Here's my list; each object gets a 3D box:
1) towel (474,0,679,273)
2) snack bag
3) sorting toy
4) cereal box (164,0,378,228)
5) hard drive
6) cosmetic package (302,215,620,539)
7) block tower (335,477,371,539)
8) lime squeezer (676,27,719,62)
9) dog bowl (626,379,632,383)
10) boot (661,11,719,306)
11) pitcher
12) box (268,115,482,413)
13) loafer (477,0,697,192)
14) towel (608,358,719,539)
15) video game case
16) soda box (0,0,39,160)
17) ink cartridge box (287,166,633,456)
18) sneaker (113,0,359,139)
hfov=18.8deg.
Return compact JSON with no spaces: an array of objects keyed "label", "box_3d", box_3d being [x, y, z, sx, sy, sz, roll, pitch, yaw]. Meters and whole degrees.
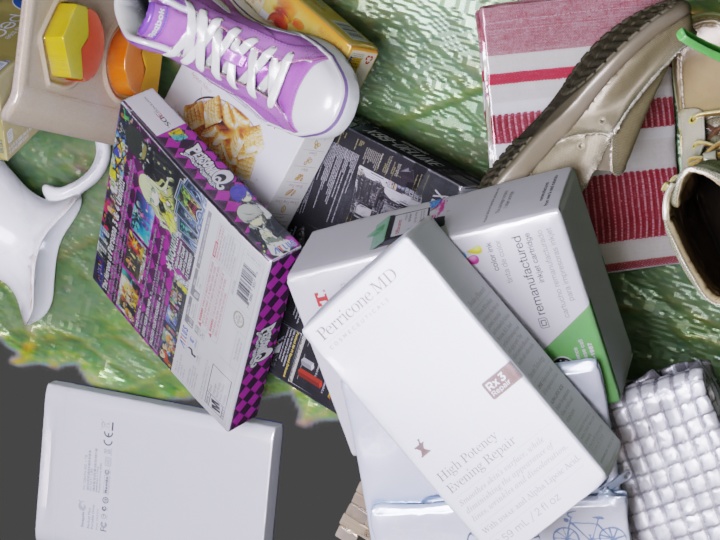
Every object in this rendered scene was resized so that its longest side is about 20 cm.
[{"label":"towel","box_3d":[0.158,-0.097,1.562,0.143,0.023,0.202,-7,97,-14]},{"label":"snack bag","box_3d":[0.090,0.155,1.464,0.187,0.021,0.202,-5,107,17]},{"label":"sorting toy","box_3d":[-0.188,-0.196,1.597,0.036,0.185,0.202,11,91,24]},{"label":"cereal box","box_3d":[-0.083,-0.118,1.634,0.144,0.039,0.201,42,113,33]},{"label":"hard drive","box_3d":[-0.163,0.170,1.743,0.198,0.025,0.133,9,101,18]},{"label":"cosmetic package","box_3d":[0.066,0.076,1.401,0.102,0.074,0.200,-42,91,20]},{"label":"block tower","box_3d":[0.049,0.121,1.647,0.058,0.054,0.201,29,107,14]},{"label":"lime squeezer","box_3d":[0.304,-0.147,1.500,0.198,0.071,0.038,-8,69,-14]},{"label":"dog bowl","box_3d":[0.188,0.185,1.596,0.198,0.079,0.202,3,99,18]},{"label":"boot","box_3d":[0.245,-0.079,1.495,0.072,0.155,0.202,-11,92,22]},{"label":"pitcher","box_3d":[-0.310,-0.075,1.721,0.199,0.121,0.173,26,86,3]},{"label":"box","box_3d":[0.000,0.000,1.617,0.157,0.050,0.201,28,105,36]},{"label":"loafer","box_3d":[0.166,-0.104,1.513,0.067,0.076,0.200,43,96,-11]},{"label":"towel","box_3d":[0.201,0.172,1.505,0.165,0.086,0.201,-21,92,22]},{"label":"video game case","box_3d":[-0.127,-0.005,1.625,0.181,0.036,0.201,45,143,25]},{"label":"soda box","box_3d":[-0.247,-0.161,1.627,0.064,0.200,0.068,10,124,19]},{"label":"ink cartridge box","box_3d":[0.068,0.030,1.482,0.199,0.084,0.146,-13,110,19]},{"label":"sneaker","box_3d":[-0.099,-0.153,1.551,0.200,0.114,0.073,32,106,34]}]
